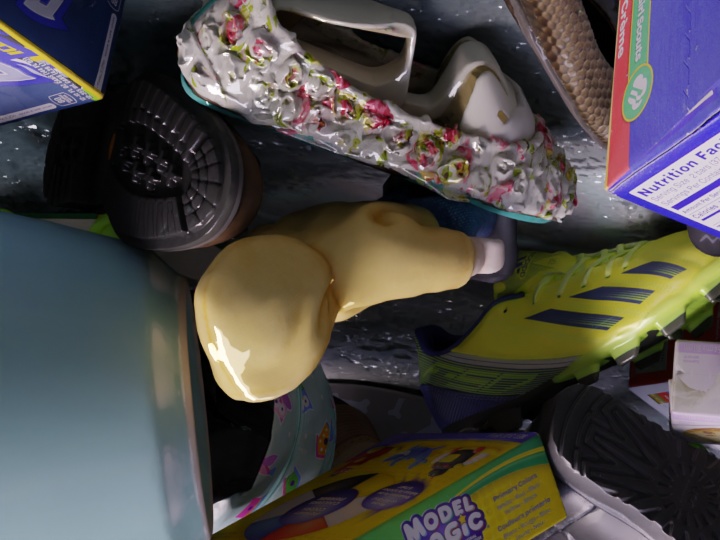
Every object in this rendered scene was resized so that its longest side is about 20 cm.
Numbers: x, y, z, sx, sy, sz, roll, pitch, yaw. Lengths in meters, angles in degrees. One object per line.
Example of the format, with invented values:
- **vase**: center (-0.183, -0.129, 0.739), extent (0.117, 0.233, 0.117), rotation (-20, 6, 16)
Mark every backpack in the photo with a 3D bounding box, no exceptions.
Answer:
- **backpack**: center (-0.114, 0.073, 1.148), extent (0.198, 0.168, 0.126), rotation (-6, 169, 22)

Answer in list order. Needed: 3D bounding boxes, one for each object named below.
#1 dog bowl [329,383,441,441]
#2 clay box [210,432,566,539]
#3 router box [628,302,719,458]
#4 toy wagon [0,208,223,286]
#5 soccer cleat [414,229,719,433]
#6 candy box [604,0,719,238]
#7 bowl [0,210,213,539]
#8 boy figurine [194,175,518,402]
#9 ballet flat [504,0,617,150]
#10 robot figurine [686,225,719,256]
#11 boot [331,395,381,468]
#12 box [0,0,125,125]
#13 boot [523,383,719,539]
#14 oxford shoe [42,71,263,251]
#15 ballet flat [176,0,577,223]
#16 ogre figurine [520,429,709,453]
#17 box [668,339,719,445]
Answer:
- **dog bowl**: center (0.005, 0.129, 1.398), extent (0.198, 0.059, 0.200), rotation (9, 155, 4)
- **clay box**: center (-0.018, 0.132, 1.039), extent (0.199, 0.048, 0.115), rotation (-25, -169, -34)
- **router box**: center (0.264, 0.067, 1.181), extent (0.178, 0.049, 0.200), rotation (-11, 148, 36)
- **toy wagon**: center (-0.113, 0.014, 1.225), extent (0.198, 0.040, 0.155), rotation (1, 153, 18)
- **soccer cleat**: center (0.103, 0.017, 1.120), extent (0.200, 0.084, 0.064), rotation (-33, 164, 33)
- **candy box**: center (0.185, -0.076, 0.771), extent (0.199, 0.170, 0.077), rotation (21, 149, -21)
- **bowl**: center (-0.121, 0.066, 1.000), extent (0.104, 0.202, 0.201), rotation (-5, 155, -2)
- **boy figurine**: center (0.000, 0.000, 0.983), extent (0.123, 0.065, 0.200), rotation (-3, -166, 30)
- **ballet flat**: center (0.076, -0.112, 0.879), extent (0.046, 0.068, 0.200), rotation (-31, 140, 7)
- **robot figurine**: center (0.219, -0.015, 0.935), extent (0.124, 0.151, 0.200), rotation (-30, 154, -8)
- **boot**: center (-0.078, 0.141, 1.241), extent (0.072, 0.200, 0.166), rotation (52, 170, -30)
- **box**: center (-0.184, -0.135, 0.910), extent (0.070, 0.065, 0.200), rotation (-10, 149, 37)
- **boot**: center (0.113, 0.148, 1.144), extent (0.165, 0.066, 0.200), rotation (39, 143, -3)
- **oxford shoe**: center (-0.074, -0.045, 1.013), extent (0.084, 0.073, 0.200), rotation (14, -176, -23)
- **ballet flat**: center (0.019, -0.074, 0.966), extent (0.199, 0.076, 0.064), rotation (17, 121, -26)
- **ogre figurine**: center (0.162, 0.137, 1.251), extent (0.200, 0.098, 0.120), rotation (41, -173, -2)
- **box**: center (0.243, 0.063, 1.072), extent (0.198, 0.039, 0.041), rotation (4, 157, 8)
